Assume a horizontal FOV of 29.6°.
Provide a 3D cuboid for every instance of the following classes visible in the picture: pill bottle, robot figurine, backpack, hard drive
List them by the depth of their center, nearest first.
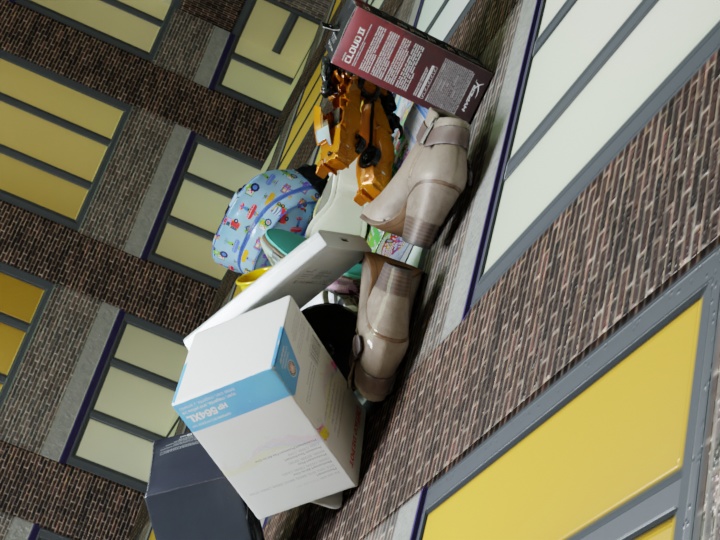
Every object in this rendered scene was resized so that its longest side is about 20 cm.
[{"bbox_3d":[-0.090,0.027,1.521,0.200,0.026,0.132,-38,-15,17],"label":"hard drive"},{"bbox_3d":[-0.059,0.106,1.647,0.200,0.111,0.112,145,146,-72],"label":"pill bottle"},{"bbox_3d":[-0.008,-0.186,1.705,0.058,0.145,0.201,-29,43,32],"label":"robot figurine"},{"bbox_3d":[-0.113,-0.058,1.991,0.200,0.134,0.183,-9,-46,-57],"label":"backpack"}]

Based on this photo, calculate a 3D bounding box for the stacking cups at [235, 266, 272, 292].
[{"bbox_3d":[-0.103,0.096,1.778,0.061,0.060,0.201,-104,-4,-74],"label":"stacking cups"}]

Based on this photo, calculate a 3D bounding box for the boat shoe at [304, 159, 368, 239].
[{"bbox_3d":[-0.025,-0.065,1.737,0.060,0.072,0.202,111,177,-66],"label":"boat shoe"}]

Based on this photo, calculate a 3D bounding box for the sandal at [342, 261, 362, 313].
[{"bbox_3d":[0.000,0.000,1.762,0.200,0.054,0.082,-130,56,-63],"label":"sandal"}]

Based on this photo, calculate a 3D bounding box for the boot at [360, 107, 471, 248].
[{"bbox_3d":[0.066,-0.106,1.507,0.200,0.070,0.147,29,102,67],"label":"boot"}]

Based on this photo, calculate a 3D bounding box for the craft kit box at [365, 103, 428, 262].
[{"bbox_3d":[0.059,-0.110,1.700,0.198,0.048,0.200,-62,11,13],"label":"craft kit box"}]

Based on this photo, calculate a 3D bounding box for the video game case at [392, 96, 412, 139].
[{"bbox_3d":[0.070,-0.218,1.949,0.200,0.018,0.144,149,141,-74],"label":"video game case"}]

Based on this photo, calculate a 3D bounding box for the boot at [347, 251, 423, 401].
[{"bbox_3d":[0.019,0.061,1.481,0.200,0.070,0.147,-87,12,-85],"label":"boot"}]

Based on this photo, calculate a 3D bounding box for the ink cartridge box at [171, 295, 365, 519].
[{"bbox_3d":[-0.085,0.156,1.446,0.125,0.200,0.129,-21,28,19],"label":"ink cartridge box"}]

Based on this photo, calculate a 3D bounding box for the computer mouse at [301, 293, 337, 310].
[{"bbox_3d":[-0.070,0.073,1.807,0.200,0.044,0.110,107,157,-50],"label":"computer mouse"}]

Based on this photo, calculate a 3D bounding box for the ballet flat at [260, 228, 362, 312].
[{"bbox_3d":[-0.045,0.011,1.635,0.069,0.199,0.071,-22,-55,-50],"label":"ballet flat"}]

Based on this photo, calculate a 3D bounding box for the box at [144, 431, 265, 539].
[{"bbox_3d":[-0.167,0.302,1.551,0.182,0.104,0.201,-110,7,-76],"label":"box"}]

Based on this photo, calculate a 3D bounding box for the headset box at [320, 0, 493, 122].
[{"bbox_3d":[0.046,-0.256,1.632,0.149,0.199,0.077,-106,41,-73],"label":"headset box"}]

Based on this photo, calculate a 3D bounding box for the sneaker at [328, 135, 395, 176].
[{"bbox_3d":[0.010,-0.161,1.931,0.200,0.073,0.071,-172,85,-66],"label":"sneaker"}]
